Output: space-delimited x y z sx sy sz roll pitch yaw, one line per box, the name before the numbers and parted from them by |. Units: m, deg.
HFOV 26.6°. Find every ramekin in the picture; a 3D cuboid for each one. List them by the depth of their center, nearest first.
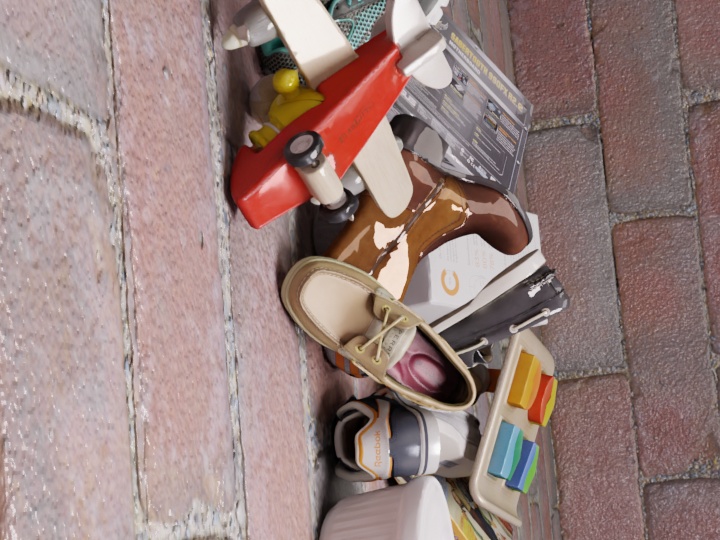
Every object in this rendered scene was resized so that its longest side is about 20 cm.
ramekin | 0.026 0.280 1.308 0.202 0.094 0.203 -7 90 -78

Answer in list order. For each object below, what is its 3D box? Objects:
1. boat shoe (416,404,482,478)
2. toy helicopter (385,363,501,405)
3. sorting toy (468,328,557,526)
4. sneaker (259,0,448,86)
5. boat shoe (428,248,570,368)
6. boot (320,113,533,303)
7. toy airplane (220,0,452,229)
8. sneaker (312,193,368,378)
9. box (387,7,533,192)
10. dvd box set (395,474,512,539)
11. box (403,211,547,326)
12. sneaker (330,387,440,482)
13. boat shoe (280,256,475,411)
boat shoe | 0.079 0.157 1.529 0.200 0.072 0.069 27 48 -55
toy helicopter | 0.087 0.096 1.664 0.200 0.132 0.079 -112 -140 -68
sorting toy | 0.167 0.159 1.590 0.185 0.036 0.201 41 59 -66
sneaker | -0.005 -0.214 1.280 0.078 0.200 0.091 33 -14 44
boat shoe | 0.101 0.056 1.361 0.060 0.200 0.074 53 28 1
boot | 0.054 -0.006 1.341 0.188 0.068 0.201 41 66 -36
toy airplane | -0.025 -0.136 1.181 0.199 0.141 0.201 -6 105 -47
sneaker | 0.000 0.000 1.419 0.112 0.077 0.201 36 59 -80
box | 0.085 -0.167 1.532 0.200 0.048 0.159 41 45 -29
dvd box set | 0.097 0.241 1.629 0.200 0.029 0.146 55 17 -12
box | 0.096 -0.005 1.592 0.200 0.097 0.125 12 69 -47
sneaker | 0.008 0.146 1.368 0.200 0.079 0.079 163 -76 -77
boat shoe | 0.022 0.054 1.268 0.200 0.066 0.074 33 85 -29
